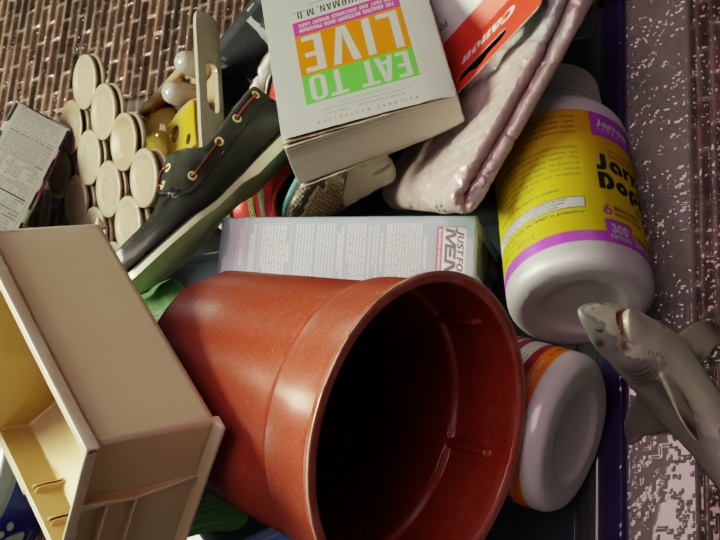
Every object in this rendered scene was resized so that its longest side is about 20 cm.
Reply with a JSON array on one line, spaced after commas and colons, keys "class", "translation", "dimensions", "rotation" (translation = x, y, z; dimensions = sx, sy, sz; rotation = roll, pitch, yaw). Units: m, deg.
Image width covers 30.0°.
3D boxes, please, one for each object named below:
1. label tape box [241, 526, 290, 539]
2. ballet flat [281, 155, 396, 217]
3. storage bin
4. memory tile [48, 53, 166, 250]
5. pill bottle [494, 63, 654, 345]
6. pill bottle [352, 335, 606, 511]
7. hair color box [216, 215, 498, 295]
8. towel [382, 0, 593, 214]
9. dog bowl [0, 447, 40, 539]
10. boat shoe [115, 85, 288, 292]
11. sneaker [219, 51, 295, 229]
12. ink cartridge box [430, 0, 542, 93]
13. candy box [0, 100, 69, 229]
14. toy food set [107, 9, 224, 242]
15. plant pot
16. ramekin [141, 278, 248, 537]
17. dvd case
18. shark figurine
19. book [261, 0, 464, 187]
[{"class": "label tape box", "translation": [-0.071, 0.228, 0.948], "dimensions": [0.143, 0.200, 0.064], "rotation": [-27, 60, 18]}, {"class": "ballet flat", "translation": [0.006, -0.111, 1.072], "dimensions": [0.074, 0.068, 0.202], "rotation": [18, 62, 11]}, {"class": "storage bin", "translation": [-0.191, 0.104, 0.864], "dimensions": [0.200, 0.093, 0.200], "rotation": [52, 134, 36]}, {"class": "memory tile", "translation": [-0.228, -0.087, 1.199], "dimensions": [0.201, 0.017, 0.154], "rotation": [54, 132, 39]}, {"class": "pill bottle", "translation": [0.150, -0.054, 0.976], "dimensions": [0.103, 0.104, 0.202], "rotation": [-19, 50, 22]}, {"class": "pill bottle", "translation": [0.067, 0.093, 0.974], "dimensions": [0.198, 0.113, 0.114], "rotation": [15, 79, 33]}, {"class": "hair color box", "translation": [0.000, 0.000, 1.027], "dimensions": [0.197, 0.099, 0.061], "rotation": [1, 76, 15]}, {"class": "towel", "translation": [0.090, -0.130, 1.021], "dimensions": [0.192, 0.032, 0.200], "rotation": [-60, 12, -3]}, {"class": "dog bowl", "translation": [-0.370, 0.176, 1.214], "dimensions": [0.198, 0.079, 0.203], "rotation": [-11, 67, 26]}, {"class": "boat shoe", "translation": [-0.126, -0.060, 1.031], "dimensions": [0.063, 0.074, 0.202], "rotation": [41, 67, 3]}, {"class": "sneaker", "translation": [-0.053, -0.114, 1.122], "dimensions": [0.084, 0.077, 0.202], "rotation": [18, 83, 16]}, {"class": "ink cartridge box", "translation": [0.089, -0.224, 1.037], "dimensions": [0.160, 0.047, 0.201], "rotation": [-43, 22, 44]}, {"class": "candy box", "translation": [-0.337, -0.036, 1.207], "dimensions": [0.137, 0.061, 0.201], "rotation": [-51, 18, 43]}, {"class": "toy food set", "translation": [-0.183, -0.119, 1.192], "dimensions": [0.200, 0.060, 0.145], "rotation": [-34, 54, 48]}, {"class": "plant pot", "translation": [-0.029, 0.086, 0.868], "dimensions": [0.194, 0.200, 0.203], "rotation": [11, 77, 43]}, {"class": "ramekin", "translation": [-0.164, 0.116, 1.035], "dimensions": [0.097, 0.201, 0.201], "rotation": [-15, 57, -17]}, {"class": "dvd case", "translation": [-0.077, -0.150, 1.199], "dimensions": [0.151, 0.025, 0.200], "rotation": [-48, 54, 5]}, {"class": "shark figurine", "translation": [0.217, 0.120, 0.916], "dimensions": [0.089, 0.127, 0.216], "rotation": [-36, 73, 42]}, {"class": "book", "translation": [-0.002, -0.165, 1.032], "dimensions": [0.132, 0.048, 0.201], "rotation": [-17, 45, 5]}]
